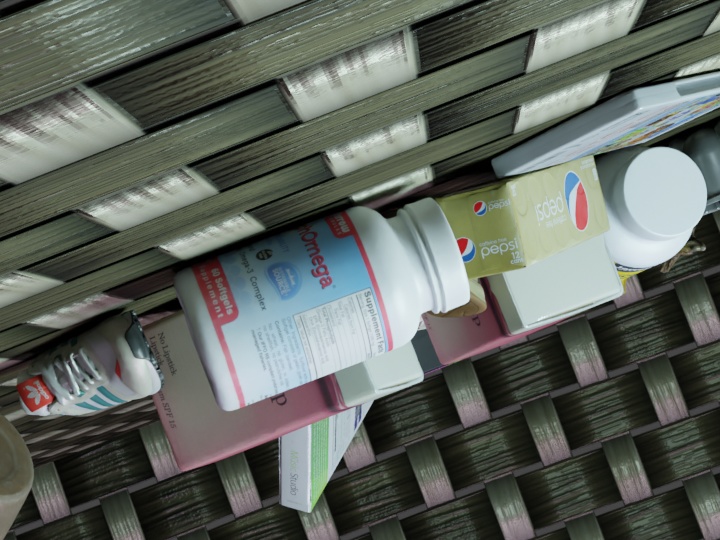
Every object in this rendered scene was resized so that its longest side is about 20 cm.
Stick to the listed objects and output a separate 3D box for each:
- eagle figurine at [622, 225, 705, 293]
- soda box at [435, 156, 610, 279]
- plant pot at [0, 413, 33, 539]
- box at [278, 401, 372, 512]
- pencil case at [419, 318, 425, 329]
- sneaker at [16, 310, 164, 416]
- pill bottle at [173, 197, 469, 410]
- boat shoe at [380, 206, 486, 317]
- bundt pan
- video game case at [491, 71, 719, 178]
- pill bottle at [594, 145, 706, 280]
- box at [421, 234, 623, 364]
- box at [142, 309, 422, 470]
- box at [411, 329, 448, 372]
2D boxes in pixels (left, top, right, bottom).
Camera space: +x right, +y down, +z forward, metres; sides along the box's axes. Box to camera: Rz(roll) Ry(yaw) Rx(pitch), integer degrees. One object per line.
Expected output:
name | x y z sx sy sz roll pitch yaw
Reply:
eagle figurine | 0.270 -0.047 1.968 0.199 0.151 0.152 12 125 -8
soda box | 0.132 -0.044 1.429 0.064 0.068 0.200 -12 -176 27
plant pot | -0.381 0.206 1.596 0.174 0.201 0.200 -41 167 24
box | -0.026 0.110 1.708 0.036 0.145 0.200 12 -144 14
pencil case | 0.077 0.028 1.938 0.199 0.090 0.078 -13 179 -18
sneaker | -0.227 0.089 1.471 0.093 0.071 0.200 -25 180 -23
pill bottle | -0.027 0.019 1.313 0.199 0.109 0.109 -21 176 -7
boat shoe | 0.056 -0.022 1.498 0.072 0.072 0.200 -7 159 22
bundt pan | 0.357 -0.105 1.782 0.201 0.076 0.202 -21 176 -2
video game case | 0.211 -0.116 1.373 0.199 0.018 0.143 -16 173 -47
pill bottle | 0.241 -0.052 1.667 0.111 0.113 0.200 -19 175 -16
box | 0.132 -0.003 1.651 0.108 0.129 0.200 -18 174 -22
box | -0.070 0.071 1.519 0.199 0.129 0.109 -23 175 23
box | 0.032 0.069 2.081 0.148 0.125 0.200 -18 176 -38
